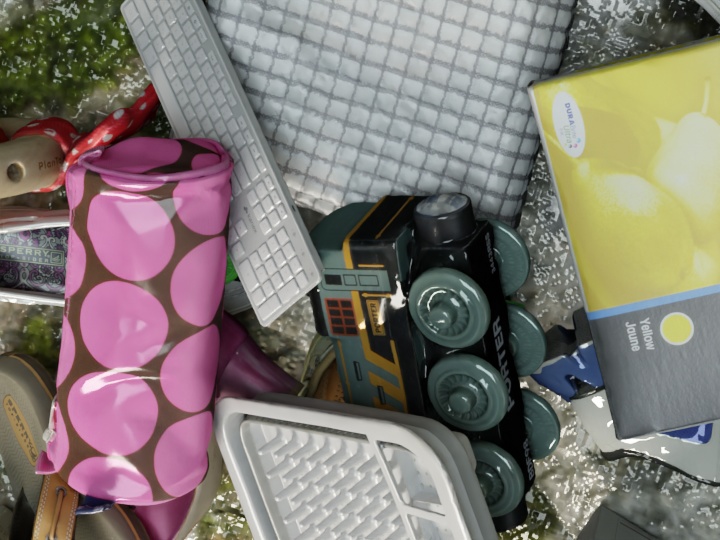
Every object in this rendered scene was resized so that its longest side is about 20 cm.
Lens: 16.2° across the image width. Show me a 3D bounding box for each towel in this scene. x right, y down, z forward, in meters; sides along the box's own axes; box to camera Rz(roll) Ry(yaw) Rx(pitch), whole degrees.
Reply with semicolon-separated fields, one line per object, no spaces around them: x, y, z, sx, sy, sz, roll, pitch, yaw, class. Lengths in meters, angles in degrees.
0.009;-0.112;1.389;0.199;0.086;0.167;17;108;6;towel

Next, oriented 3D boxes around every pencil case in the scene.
-0.120;0.025;1.346;0.093;0.091;0.201;9;110;6;pencil case

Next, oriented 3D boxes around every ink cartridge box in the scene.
0.207;-0.026;1.315;0.199;0.047;0.199;-13;98;15;ink cartridge box

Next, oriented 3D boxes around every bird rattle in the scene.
-0.209;-0.065;1.399;0.199;0.163;0.113;-25;114;-31;bird rattle

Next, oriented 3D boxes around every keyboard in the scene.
-0.076;-0.070;1.351;0.056;0.011;0.201;-36;71;37;keyboard

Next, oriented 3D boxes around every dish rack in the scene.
0.012;0.140;1.349;0.199;0.043;0.172;5;121;51;dish rack

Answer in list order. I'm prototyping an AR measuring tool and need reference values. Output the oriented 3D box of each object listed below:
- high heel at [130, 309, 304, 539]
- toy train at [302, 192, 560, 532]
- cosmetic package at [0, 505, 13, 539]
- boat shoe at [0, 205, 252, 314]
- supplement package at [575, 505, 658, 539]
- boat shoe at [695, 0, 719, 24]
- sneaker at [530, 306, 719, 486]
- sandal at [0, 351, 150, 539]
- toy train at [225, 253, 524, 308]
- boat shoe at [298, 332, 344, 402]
-0.121;0.103;1.454;0.096;0.067;0.200;39;123;1;high heel
0.037;0.049;1.361;0.113;0.085;0.201;3;120;27;toy train
-0.254;0.248;1.512;0.200;0.071;0.105;-41;94;15;cosmetic package
-0.141;-0.007;1.441;0.199;0.069;0.072;8;103;6;boat shoe
0.143;0.228;1.379;0.113;0.200;0.110;31;105;2;supplement package
0.237;-0.102;1.364;0.069;0.071;0.200;-38;85;15;boat shoe
0.202;0.050;1.402;0.199;0.081;0.116;-26;106;13;sneaker
-0.176;0.138;1.448;0.082;0.054;0.201;-42;70;44;sandal
0.000;0.000;1.416;0.199;0.042;0.057;13;83;-11;toy train
-0.024;0.128;1.455;0.073;0.063;0.201;8;103;7;boat shoe
